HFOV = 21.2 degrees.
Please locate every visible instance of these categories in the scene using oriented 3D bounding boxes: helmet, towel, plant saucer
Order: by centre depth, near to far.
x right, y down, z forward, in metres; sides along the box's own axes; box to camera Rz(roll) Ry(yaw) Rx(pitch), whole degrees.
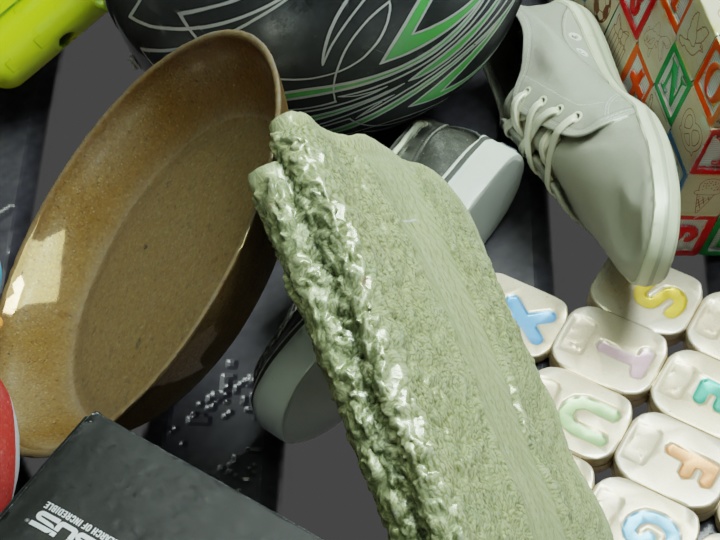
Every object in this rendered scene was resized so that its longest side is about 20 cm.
[{"bbox_3d":[0.031,0.037,0.748,0.036,0.148,0.201,-28,73,24],"label":"towel"},{"bbox_3d":[-0.087,-0.006,0.814,0.035,0.200,0.201,32,43,-30],"label":"plant saucer"},{"bbox_3d":[-0.018,-0.155,0.909,0.199,0.200,0.192,7,67,3],"label":"helmet"}]

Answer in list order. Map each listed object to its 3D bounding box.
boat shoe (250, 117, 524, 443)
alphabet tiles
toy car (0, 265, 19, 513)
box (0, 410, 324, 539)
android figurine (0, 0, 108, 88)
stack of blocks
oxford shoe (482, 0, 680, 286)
[{"bbox_3d":[0.000,0.000,0.863,0.063,0.071,0.200,27,46,17],"label":"boat shoe"},{"bbox_3d":[0.114,0.075,0.840,0.195,0.015,0.200,25,53,16],"label":"alphabet tiles"},{"bbox_3d":[-0.198,0.038,0.783,0.176,0.185,0.200,17,23,10],"label":"toy car"},{"bbox_3d":[-0.045,0.168,0.634,0.163,0.201,0.086,27,53,17],"label":"box"},{"bbox_3d":[-0.200,-0.172,0.947,0.200,0.041,0.183,-36,75,9],"label":"android figurine"},{"bbox_3d":[0.154,-0.120,0.929,0.058,0.115,0.201,0,49,-18],"label":"stack of blocks"},{"bbox_3d":[0.100,-0.062,0.904,0.057,0.075,0.200,1,39,-17],"label":"oxford shoe"}]
